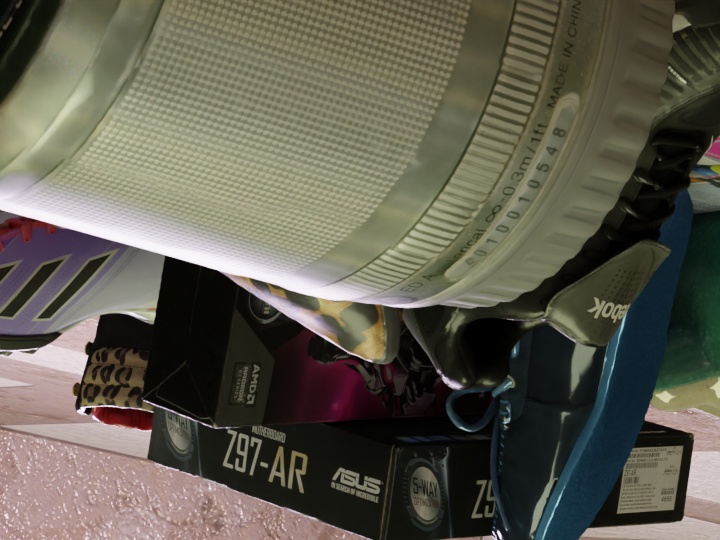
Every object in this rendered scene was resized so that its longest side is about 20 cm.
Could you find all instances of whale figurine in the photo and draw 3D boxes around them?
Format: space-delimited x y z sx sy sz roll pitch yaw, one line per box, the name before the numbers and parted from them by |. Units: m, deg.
whale figurine | 0.163 0.004 1.282 0.200 0.104 0.159 2 -155 39

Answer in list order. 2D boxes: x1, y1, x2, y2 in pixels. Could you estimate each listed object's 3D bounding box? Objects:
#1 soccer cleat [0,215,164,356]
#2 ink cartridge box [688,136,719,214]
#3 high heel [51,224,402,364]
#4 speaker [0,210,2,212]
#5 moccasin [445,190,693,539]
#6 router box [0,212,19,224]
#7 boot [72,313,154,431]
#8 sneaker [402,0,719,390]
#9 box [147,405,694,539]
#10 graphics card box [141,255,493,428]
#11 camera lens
soccer cleat | -0.120 -0.011 1.278 0.199 0.073 0.068 -4 -145 -29
ink cartridge box | 0.117 -0.056 1.199 0.119 0.042 0.200 16 171 -29
high heel | -0.061 -0.007 1.129 0.071 0.143 0.200 -26 177 -34
speaker | -0.246 -0.031 1.272 0.199 0.081 0.081 -23 165 7
moccasin | 0.085 0.033 1.206 0.068 0.201 0.080 28 -148 22
router box | -0.238 -0.032 1.397 0.157 0.052 0.200 16 140 -32
boot | -0.108 0.002 1.435 0.073 0.151 0.200 15 170 -29
sneaker | 0.087 -0.022 1.060 0.200 0.091 0.066 -37 152 31
box | 0.029 0.081 1.327 0.200 0.044 0.160 1 -171 -43
graphics card box | 0.000 0.000 1.251 0.051 0.126 0.200 19 -169 41
camera lens | -0.032 -0.081 0.817 0.200 0.161 0.160 16 169 -33
